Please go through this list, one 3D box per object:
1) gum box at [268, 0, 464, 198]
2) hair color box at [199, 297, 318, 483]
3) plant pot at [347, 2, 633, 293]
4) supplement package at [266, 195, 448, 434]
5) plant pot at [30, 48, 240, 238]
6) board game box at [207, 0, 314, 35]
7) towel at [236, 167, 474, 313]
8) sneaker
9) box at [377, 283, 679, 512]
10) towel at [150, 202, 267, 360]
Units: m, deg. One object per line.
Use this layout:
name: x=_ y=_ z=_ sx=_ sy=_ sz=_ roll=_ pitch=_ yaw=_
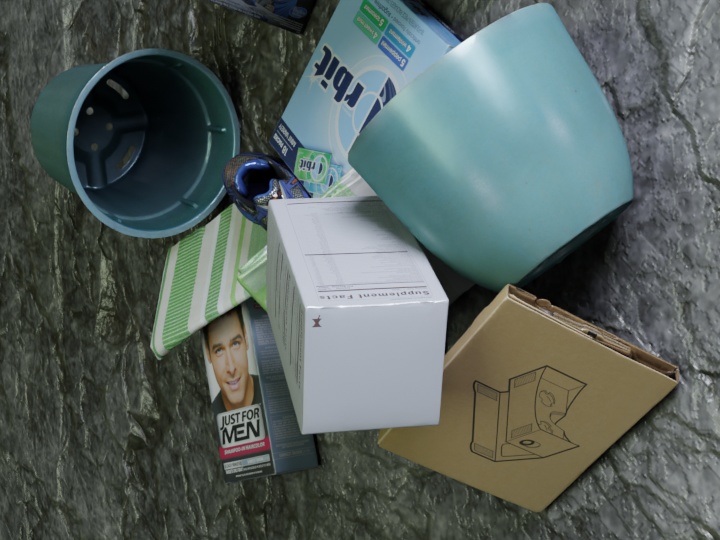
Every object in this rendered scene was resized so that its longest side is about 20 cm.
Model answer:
gum box: x=0.007 y=-0.156 z=1.258 sx=0.170 sy=0.044 sz=0.201 roll=52 pitch=122 yaw=43
hair color box: x=-0.112 y=0.118 z=1.447 sx=0.099 sy=0.060 sz=0.201 roll=-19 pitch=78 yaw=49
plant pot: x=0.116 y=-0.080 z=1.065 sx=0.161 sy=0.200 sz=0.201 roll=55 pitch=133 yaw=8
supplement package: x=-0.009 y=0.030 z=1.087 sx=0.200 sy=0.113 sz=0.110 roll=-112 pitch=22 yaw=-62
plant pot: x=-0.265 y=-0.150 z=1.520 sx=0.196 sy=0.199 sz=0.202 roll=19 pitch=108 yaw=56
board game box: x=-0.086 y=-0.346 z=1.306 sx=0.200 sy=0.199 sz=0.062 roll=-54 pitch=54 yaw=19
towel: x=0.000 y=0.000 z=1.214 sx=0.200 sy=0.031 sz=0.149 roll=-39 pitch=92 yaw=23
sneaker: x=-0.093 y=-0.084 z=1.340 sx=0.075 sy=0.078 sz=0.200 roll=-49 pitch=31 yaw=-4
box: x=0.132 y=0.110 z=1.096 sx=0.200 sy=0.163 sz=0.021 roll=-53 pitch=19 yaw=38
towel: x=-0.151 y=-0.002 z=1.444 sx=0.200 sy=0.023 sz=0.153 roll=-32 pitch=39 yaw=38
